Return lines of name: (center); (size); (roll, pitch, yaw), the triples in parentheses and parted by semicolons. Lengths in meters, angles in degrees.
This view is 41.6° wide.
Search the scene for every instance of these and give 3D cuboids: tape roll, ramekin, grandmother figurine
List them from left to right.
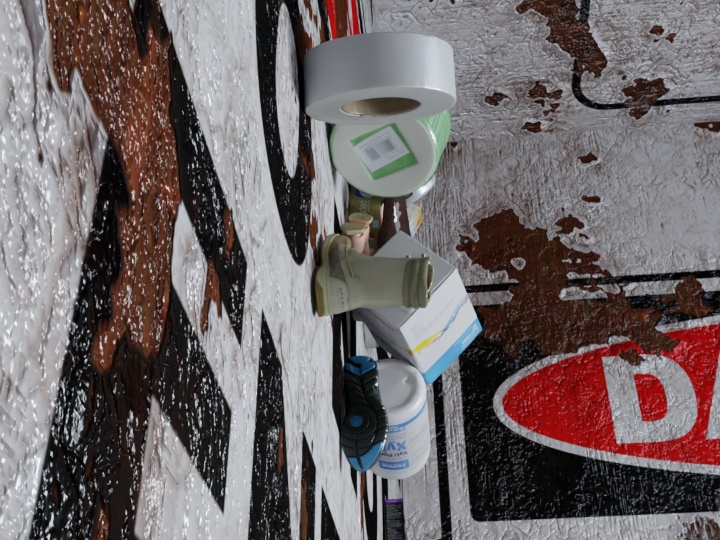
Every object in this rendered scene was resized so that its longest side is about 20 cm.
grandmother figurine: (0.000, 0.000, 1.685); (0.121, 0.060, 0.201); (-42, 137, -49)
tape roll: (0.023, -0.246, 1.236); (0.202, 0.201, 0.071); (33, 53, -84)
ramekin: (0.044, -0.216, 1.541); (0.098, 0.199, 0.201); (-75, 163, -50)

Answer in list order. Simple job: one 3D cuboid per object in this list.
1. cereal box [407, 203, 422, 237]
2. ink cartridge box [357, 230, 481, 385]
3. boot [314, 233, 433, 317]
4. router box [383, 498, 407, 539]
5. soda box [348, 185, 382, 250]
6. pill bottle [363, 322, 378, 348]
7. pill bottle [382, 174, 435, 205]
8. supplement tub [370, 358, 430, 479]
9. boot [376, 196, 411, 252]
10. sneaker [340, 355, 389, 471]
cereal box: (0.065, -0.043, 2.002); (0.201, 0.039, 0.144); (-60, 171, -4)
ink cartridge box: (0.094, 0.066, 1.650); (0.147, 0.146, 0.200); (37, -15, 37)
boot: (0.021, 0.002, 1.276); (0.200, 0.154, 0.072); (-82, 168, -68)
router box: (0.089, 0.669, 2.268); (0.149, 0.051, 0.201); (-90, 175, -55)
soda box: (0.013, -0.109, 1.855); (0.200, 0.064, 0.068); (-87, 172, -53)
pill bottle: (0.109, 0.120, 2.028); (0.109, 0.199, 0.109); (-4, 90, -86)
pill bottle: (0.050, -0.227, 1.804); (0.200, 0.111, 0.111); (57, 16, -21)
supplement tub: (0.055, 0.262, 1.670); (0.200, 0.131, 0.132); (81, 7, -46)
boot: (0.080, -0.076, 1.773); (0.200, 0.072, 0.167); (-28, 122, -72)
sneaker: (0.009, 0.230, 1.469); (0.082, 0.073, 0.201); (84, 6, -46)
